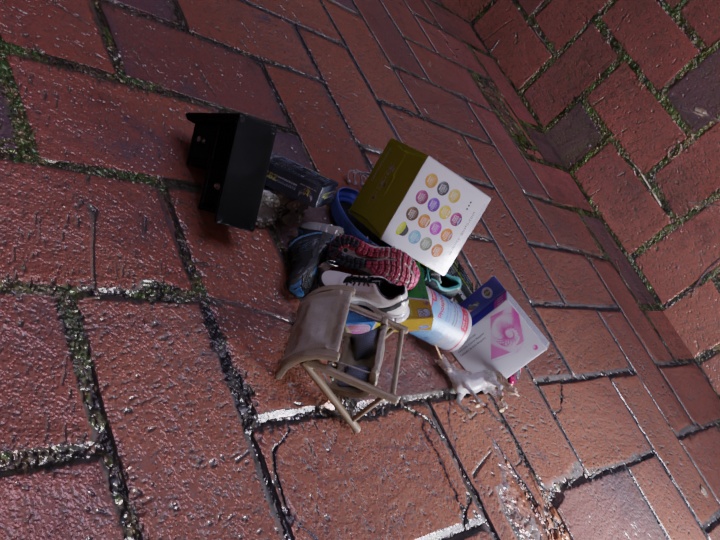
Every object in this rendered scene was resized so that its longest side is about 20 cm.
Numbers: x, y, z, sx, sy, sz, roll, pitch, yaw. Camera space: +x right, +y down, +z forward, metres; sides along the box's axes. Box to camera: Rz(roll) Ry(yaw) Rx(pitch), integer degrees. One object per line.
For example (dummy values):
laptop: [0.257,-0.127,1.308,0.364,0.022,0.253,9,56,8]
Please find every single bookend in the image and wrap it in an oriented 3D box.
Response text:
bookend: [-0.272,-0.194,1.434,0.091,0.204,0.198,13,1,-44]

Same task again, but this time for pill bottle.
pill bottle: [0.148,0.098,1.661,0.198,0.109,0.110,28,35,-31]

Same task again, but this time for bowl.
bowl: [0.011,-0.111,1.770,0.199,0.039,0.202,35,28,-21]

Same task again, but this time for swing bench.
swing bench: [-0.030,0.146,1.357,0.199,0.130,0.201,38,32,-17]

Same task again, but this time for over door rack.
over door rack: [0.069,-0.197,1.854,0.196,0.068,0.148,15,6,-18]

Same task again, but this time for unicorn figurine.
unicorn figurine: [0.248,0.252,1.652,0.196,0.074,0.139,12,36,-32]

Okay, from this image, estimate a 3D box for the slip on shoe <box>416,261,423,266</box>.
slip on shoe: [0.159,-0.010,1.845,0.074,0.061,0.202,36,31,-16]

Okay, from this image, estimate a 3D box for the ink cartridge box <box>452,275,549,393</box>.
ink cartridge box: [0.298,0.151,1.711,0.201,0.196,0.043,49,29,2]

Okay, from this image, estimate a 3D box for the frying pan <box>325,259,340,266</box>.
frying pan: [0.001,-0.010,1.676,0.189,0.031,0.116,37,31,-25]

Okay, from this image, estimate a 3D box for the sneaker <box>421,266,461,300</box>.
sneaker: [0.147,0.014,1.699,0.196,0.091,0.079,18,60,-22]

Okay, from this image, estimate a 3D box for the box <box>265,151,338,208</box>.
box: [-0.154,-0.198,1.554,0.197,0.052,0.158,26,14,4]

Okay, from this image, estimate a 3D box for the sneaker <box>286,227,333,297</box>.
sneaker: [-0.120,-0.018,1.503,0.080,0.074,0.201,20,34,4]

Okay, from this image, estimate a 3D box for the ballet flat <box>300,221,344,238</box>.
ballet flat: [-0.038,-0.055,1.608,0.199,0.070,0.070,38,31,-2]

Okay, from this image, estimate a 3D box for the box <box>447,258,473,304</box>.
box: [0.217,-0.019,1.870,0.202,0.047,0.193,56,14,-5]

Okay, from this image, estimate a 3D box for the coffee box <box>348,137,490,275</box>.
coffee box: [0.125,-0.145,1.648,0.195,0.202,0.200,28,8,-30]

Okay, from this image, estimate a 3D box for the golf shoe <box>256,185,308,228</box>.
golf shoe: [-0.197,-0.144,1.542,0.097,0.079,0.198,41,20,26]

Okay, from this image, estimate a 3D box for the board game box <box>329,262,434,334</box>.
board game box: [0.041,0.057,1.533,0.195,0.041,0.155,-3,49,-11]

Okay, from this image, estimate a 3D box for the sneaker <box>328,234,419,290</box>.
sneaker: [0.031,-0.023,1.527,0.196,0.082,0.075,25,3,-1]

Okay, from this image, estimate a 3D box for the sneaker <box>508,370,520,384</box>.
sneaker: [0.319,0.191,1.797,0.200,0.080,0.075,47,34,-4]

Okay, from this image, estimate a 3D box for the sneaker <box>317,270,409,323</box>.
sneaker: [0.008,0.033,1.470,0.196,0.081,0.075,17,50,10]
